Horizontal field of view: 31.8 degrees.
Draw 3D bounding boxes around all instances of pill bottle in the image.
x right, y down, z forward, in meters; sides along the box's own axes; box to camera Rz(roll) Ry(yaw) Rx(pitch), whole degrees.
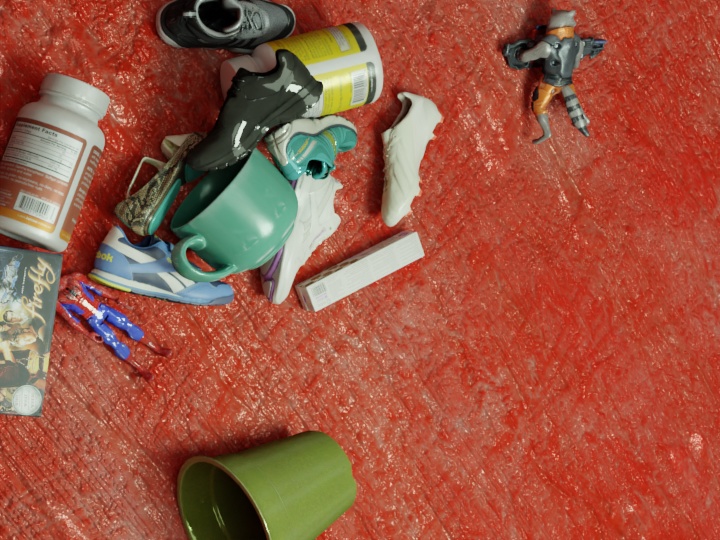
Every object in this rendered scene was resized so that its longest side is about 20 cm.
[{"bbox_3d":[-0.080,-0.259,1.706,0.199,0.114,0.115,-17,100,-20],"label":"pill bottle"},{"bbox_3d":[-0.380,-0.133,1.546,0.112,0.112,0.201,24,80,-28],"label":"pill bottle"}]

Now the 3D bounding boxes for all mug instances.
[{"bbox_3d":[-0.166,-0.059,1.649,0.185,0.152,0.114,-47,110,-4],"label":"mug"}]

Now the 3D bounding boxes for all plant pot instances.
[{"bbox_3d":[-0.112,0.305,1.691,0.189,0.199,0.201,-23,103,-40],"label":"plant pot"}]

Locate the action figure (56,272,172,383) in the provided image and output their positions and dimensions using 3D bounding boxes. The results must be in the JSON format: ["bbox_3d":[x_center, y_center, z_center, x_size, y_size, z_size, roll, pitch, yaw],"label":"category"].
[{"bbox_3d":[-0.330,0.062,1.621,0.200,0.052,0.066,42,76,-22],"label":"action figure"}]

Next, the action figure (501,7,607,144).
[{"bbox_3d":[0.325,-0.309,1.950,0.199,0.104,0.195,-17,110,-26],"label":"action figure"}]

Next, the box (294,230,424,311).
[{"bbox_3d":[0.000,0.000,1.809,0.199,0.039,0.042,-28,106,-26],"label":"box"}]

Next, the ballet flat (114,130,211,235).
[{"bbox_3d":[-0.248,-0.131,1.646,0.075,0.068,0.200,32,59,9],"label":"ballet flat"}]

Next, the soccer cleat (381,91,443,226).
[{"bbox_3d":[0.056,-0.161,1.824,0.077,0.069,0.201,25,73,-23],"label":"soccer cleat"}]

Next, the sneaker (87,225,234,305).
[{"bbox_3d":[-0.251,-0.001,1.648,0.199,0.074,0.083,16,82,-30],"label":"sneaker"}]

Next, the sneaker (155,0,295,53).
[{"bbox_3d":[-0.160,-0.328,1.663,0.199,0.114,0.076,-7,96,-29],"label":"sneaker"}]

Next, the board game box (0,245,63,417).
[{"bbox_3d":[-0.441,0.071,1.524,0.135,0.035,0.202,8,88,-29],"label":"board game box"}]

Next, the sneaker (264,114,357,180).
[{"bbox_3d":[-0.063,-0.160,1.711,0.200,0.077,0.080,-20,87,-60],"label":"sneaker"}]

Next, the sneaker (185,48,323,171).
[{"bbox_3d":[-0.147,-0.204,1.606,0.200,0.076,0.091,-38,114,-3],"label":"sneaker"}]

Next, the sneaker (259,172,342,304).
[{"bbox_3d":[-0.077,-0.047,1.743,0.099,0.075,0.201,19,83,-28],"label":"sneaker"}]
